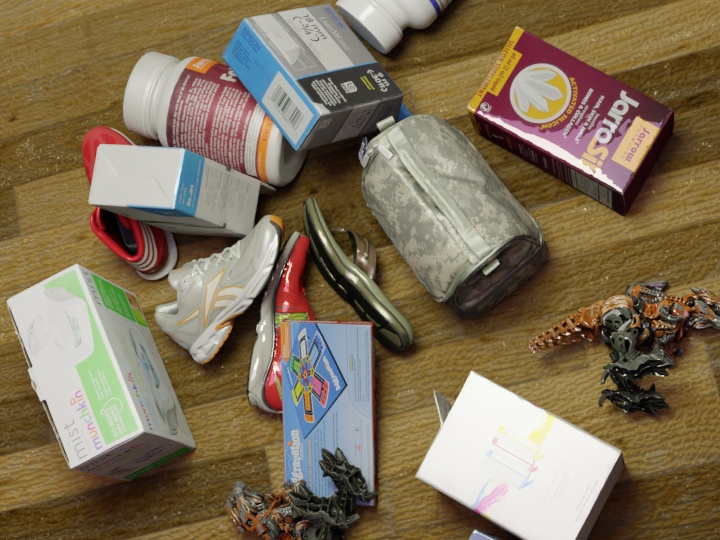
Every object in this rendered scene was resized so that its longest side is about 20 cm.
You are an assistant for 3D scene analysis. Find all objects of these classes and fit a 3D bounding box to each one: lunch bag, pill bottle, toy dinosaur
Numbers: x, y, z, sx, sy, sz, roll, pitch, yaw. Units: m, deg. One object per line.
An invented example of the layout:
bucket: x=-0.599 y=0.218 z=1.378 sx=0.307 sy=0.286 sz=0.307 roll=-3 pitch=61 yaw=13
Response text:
lunch bag: x=0.093 y=-0.064 z=1.590 sx=0.139 sy=0.168 sz=0.201 roll=-37 pitch=73 yaw=2
pill bottle: x=-0.161 y=-0.177 z=1.696 sx=0.198 sy=0.114 sz=0.115 roll=18 pitch=82 yaw=14
toy dinosaur: x=0.285 y=0.073 z=1.573 sx=0.198 sy=0.102 sz=0.137 roll=-20 pitch=51 yaw=21
toy dinosaur: x=-0.044 y=0.272 z=1.583 sx=0.198 sy=0.103 sz=0.137 roll=15 pitch=125 yaw=-8
pill bottle: x=0.066 y=-0.347 z=1.687 sx=0.112 sy=0.112 sz=0.200 roll=42 pitch=89 yaw=17

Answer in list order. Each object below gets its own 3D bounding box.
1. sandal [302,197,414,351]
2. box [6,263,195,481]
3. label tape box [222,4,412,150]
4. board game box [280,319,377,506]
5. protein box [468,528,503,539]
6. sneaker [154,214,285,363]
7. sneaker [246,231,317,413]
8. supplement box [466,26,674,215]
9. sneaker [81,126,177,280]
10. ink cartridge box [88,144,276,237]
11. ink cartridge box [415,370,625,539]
sandal: x=0.000 y=0.001 z=1.652 sx=0.057 sy=0.080 sz=0.201 roll=-35 pitch=78 yaw=-17
box: x=-0.282 y=0.116 z=1.625 sx=0.096 sy=0.176 sz=0.202 roll=-26 pitch=73 yaw=5
label tape box: x=-0.030 y=-0.218 z=1.630 sx=0.145 sy=0.199 sz=0.063 roll=52 pitch=132 yaw=18
board game box: x=-0.034 y=0.154 z=1.607 sx=0.102 sy=0.019 sz=0.203 roll=1 pitch=101 yaw=10
protein box: x=0.168 y=0.393 z=1.490 sx=0.198 sy=0.135 sz=0.200 roll=24 pitch=84 yaw=16
sneaker: x=-0.158 y=0.010 z=1.628 sx=0.092 sy=0.076 sz=0.201 roll=32 pitch=114 yaw=-10
sneaker: x=-0.073 y=0.060 z=1.658 sx=0.084 sy=0.077 sz=0.202 roll=10 pitch=86 yaw=-4
supplement box: x=0.229 y=-0.163 z=1.626 sx=0.199 sy=0.086 sz=0.111 roll=31 pitch=85 yaw=16
sneaker: x=-0.276 y=-0.092 z=1.700 sx=0.078 sy=0.116 sz=0.201 roll=-32 pitch=74 yaw=3
ink cartridge box: x=-0.189 y=-0.081 z=1.629 sx=0.115 sy=0.200 sz=0.068 roll=4 pitch=82 yaw=28
ink cartridge box: x=0.157 y=0.199 z=1.540 sx=0.199 sy=0.129 sz=0.126 roll=28 pitch=85 yaw=17
